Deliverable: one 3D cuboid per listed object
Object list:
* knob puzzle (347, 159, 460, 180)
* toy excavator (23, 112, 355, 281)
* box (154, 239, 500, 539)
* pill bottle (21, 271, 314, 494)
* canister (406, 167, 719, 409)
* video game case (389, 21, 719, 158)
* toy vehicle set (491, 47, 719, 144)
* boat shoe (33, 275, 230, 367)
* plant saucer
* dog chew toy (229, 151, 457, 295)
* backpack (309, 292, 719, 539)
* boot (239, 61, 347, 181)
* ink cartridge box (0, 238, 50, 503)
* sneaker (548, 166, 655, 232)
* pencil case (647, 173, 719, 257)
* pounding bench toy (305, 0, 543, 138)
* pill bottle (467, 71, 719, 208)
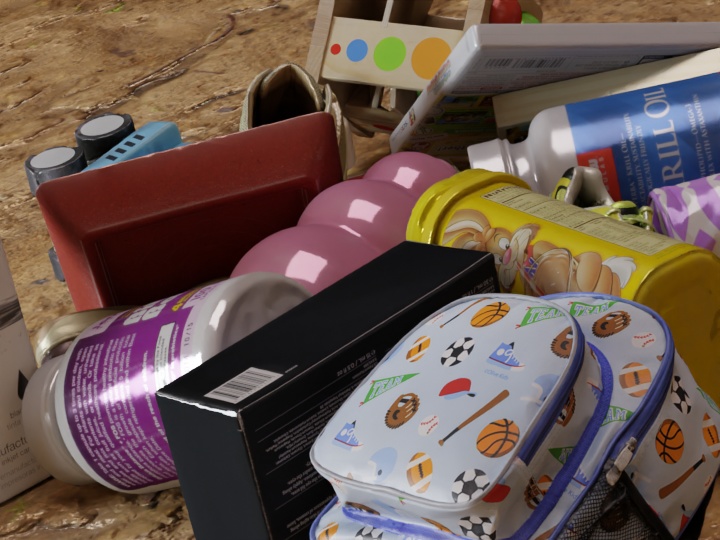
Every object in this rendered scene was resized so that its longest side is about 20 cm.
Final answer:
[{"bbox_3d":[-0.012,-0.044,1.713,0.218,0.031,0.220,-11,23,5],"label":"knob puzzle"},{"bbox_3d":[-0.127,-0.066,1.741,0.199,0.100,0.194,6,30,32],"label":"toy excavator"},{"bbox_3d":[-0.003,0.090,1.250,0.200,0.142,0.079,-30,25,-36],"label":"box"},{"bbox_3d":[-0.112,0.073,1.350,0.199,0.113,0.112,-17,14,43],"label":"pill bottle"},{"bbox_3d":[0.123,0.032,1.308,0.086,0.149,0.200,-23,26,-29],"label":"canister"},{"bbox_3d":[0.141,-0.129,1.636,0.199,0.023,0.182,-3,-21,-21],"label":"video game case"},{"bbox_3d":[0.198,-0.105,1.636,0.199,0.124,0.027,-12,64,3],"label":"toy vehicle set"},{"bbox_3d":[-0.115,0.057,1.504,0.199,0.072,0.072,-9,52,-11],"label":"boat shoe"},{"bbox_3d":[-0.101,-0.010,1.516,0.198,0.200,0.037,-14,56,-4],"label":"plant saucer"},{"bbox_3d":[0.000,0.000,1.444,0.124,0.125,0.200,8,46,41],"label":"dog chew toy"},{"bbox_3d":[0.082,0.096,1.138,0.199,0.155,0.191,13,49,45],"label":"backpack"},{"bbox_3d":[-0.047,-0.096,1.619,0.072,0.155,0.201,11,50,5],"label":"boot"},{"bbox_3d":[-0.283,0.058,1.398,0.146,0.201,0.083,-29,28,-32],"label":"ink cartridge box"},{"bbox_3d":[0.161,0.001,1.415,0.075,0.077,0.200,-1,27,-29],"label":"sneaker"},{"bbox_3d":[0.284,-0.032,1.465,0.199,0.084,0.086,-13,67,2],"label":"pencil case"},{"bbox_3d":[0.071,-0.163,1.802,0.155,0.125,0.200,9,-8,24],"label":"pounding bench toy"},{"bbox_3d":[0.178,-0.065,1.551,0.199,0.113,0.112,-13,22,3],"label":"pill bottle"}]
